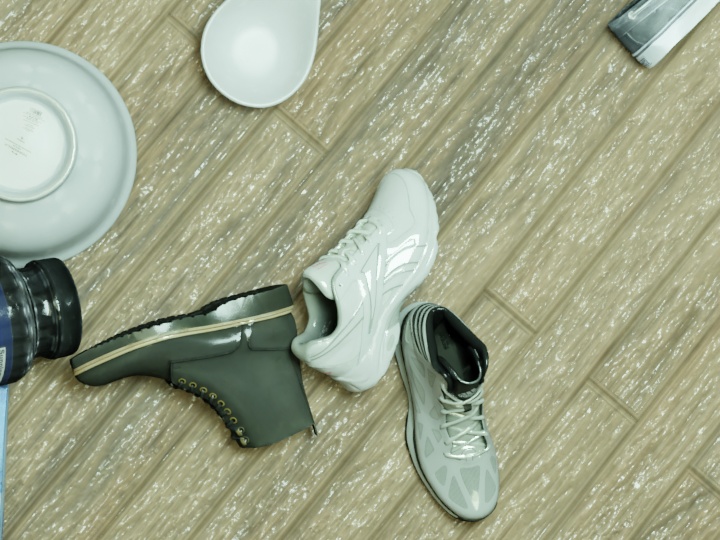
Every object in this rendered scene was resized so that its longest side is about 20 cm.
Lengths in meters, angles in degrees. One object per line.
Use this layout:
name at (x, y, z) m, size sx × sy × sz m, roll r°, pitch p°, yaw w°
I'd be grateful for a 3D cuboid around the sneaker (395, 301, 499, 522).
sneaker at (0.079, 0.125, 1.674) m, size 0.075 × 0.115 × 0.202 m, roll -17°, pitch 90°, yaw -9°

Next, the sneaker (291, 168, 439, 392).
sneaker at (0.000, 0.000, 1.671) m, size 0.099 × 0.078 × 0.201 m, roll 23°, pitch 82°, yaw -36°

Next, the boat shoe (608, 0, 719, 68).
boat shoe at (0.305, -0.277, 1.753) m, size 0.068 × 0.072 × 0.200 m, roll 43°, pitch 89°, yaw -6°

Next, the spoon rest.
spoon rest at (-0.066, -0.237, 1.696) m, size 0.099 × 0.061 × 0.201 m, roll 29°, pitch 83°, yaw -6°

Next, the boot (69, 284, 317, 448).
boot at (-0.139, 0.104, 1.666) m, size 0.199 × 0.077 × 0.139 m, roll -16°, pitch 95°, yaw -8°

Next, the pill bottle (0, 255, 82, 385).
pill bottle at (-0.338, 0.047, 1.598) m, size 0.199 × 0.112 × 0.112 m, roll -12°, pitch 89°, yaw -29°

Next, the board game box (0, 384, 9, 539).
board game box at (-0.402, 0.190, 1.635) m, size 0.199 × 0.043 × 0.200 m, roll 2°, pitch 86°, yaw -9°

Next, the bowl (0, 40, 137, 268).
bowl at (-0.289, -0.102, 1.642) m, size 0.200 × 0.090 × 0.202 m, roll 0°, pitch 88°, yaw -9°
